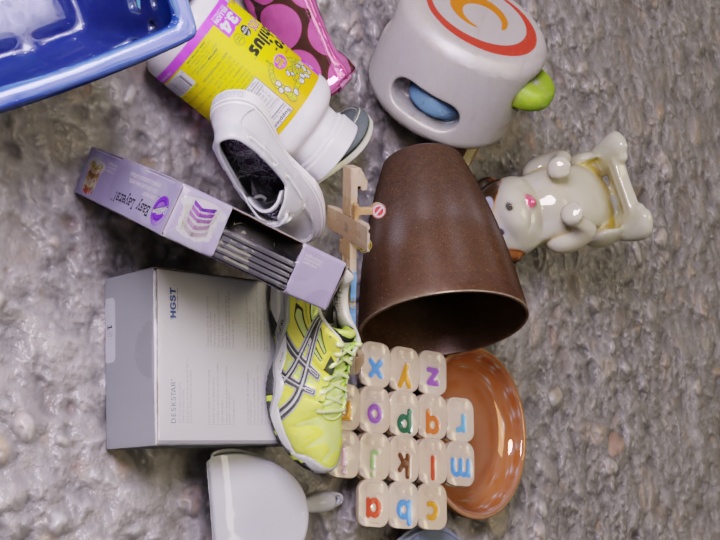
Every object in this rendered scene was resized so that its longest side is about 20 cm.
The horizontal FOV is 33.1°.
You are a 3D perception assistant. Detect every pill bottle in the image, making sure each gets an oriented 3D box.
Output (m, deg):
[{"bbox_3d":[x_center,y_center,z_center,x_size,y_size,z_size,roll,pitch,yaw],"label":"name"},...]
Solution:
[{"bbox_3d":[-0.100,-0.174,1.172,0.200,0.104,0.105,38,55,-17],"label":"pill bottle"}]

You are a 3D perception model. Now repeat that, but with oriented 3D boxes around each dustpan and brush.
[{"bbox_3d":[-0.079,0.239,1.195,0.199,0.057,0.141,-1,85,-41],"label":"dustpan and brush"}]

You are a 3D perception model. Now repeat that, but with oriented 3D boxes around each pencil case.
[{"bbox_3d":[-0.072,-0.271,1.265,0.091,0.093,0.201,-45,116,-46],"label":"pencil case"}]

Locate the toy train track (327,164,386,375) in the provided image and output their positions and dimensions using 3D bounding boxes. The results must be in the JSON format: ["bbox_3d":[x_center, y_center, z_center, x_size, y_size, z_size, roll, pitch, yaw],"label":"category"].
[{"bbox_3d":[0.000,0.000,1.164,0.032,0.115,0.202,-3,104,-20],"label":"toy train track"}]

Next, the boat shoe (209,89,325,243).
[{"bbox_3d":[-0.085,-0.079,1.134,0.201,0.071,0.069,69,19,-50],"label":"boat shoe"}]

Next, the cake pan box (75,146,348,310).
[{"bbox_3d":[-0.132,-0.038,1.067,0.183,0.199,0.053,24,89,-39],"label":"cake pan box"}]

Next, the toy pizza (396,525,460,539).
[{"bbox_3d":[0.070,0.382,1.338,0.199,0.032,0.202,12,74,-47],"label":"toy pizza"}]

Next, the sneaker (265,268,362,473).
[{"bbox_3d":[-0.040,0.088,1.128,0.075,0.076,0.202,-1,84,-49],"label":"sneaker"}]

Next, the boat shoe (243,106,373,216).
[{"bbox_3d":[-0.056,-0.128,1.271,0.200,0.072,0.062,-46,119,-37],"label":"boat shoe"}]

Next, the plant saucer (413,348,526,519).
[{"bbox_3d":[0.126,0.191,1.434,0.199,0.037,0.202,11,75,-47],"label":"plant saucer"}]

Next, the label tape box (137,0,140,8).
[{"bbox_3d":[-0.211,-0.320,1.137,0.144,0.066,0.200,67,27,-14],"label":"label tape box"}]

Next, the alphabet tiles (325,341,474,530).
[{"bbox_3d":[0.044,0.180,1.320,0.199,0.015,0.198,11,72,-34],"label":"alphabet tiles"}]

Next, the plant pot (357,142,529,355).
[{"bbox_3d":[0.080,-0.031,1.341,0.186,0.186,0.202,19,57,-44],"label":"plant pot"}]

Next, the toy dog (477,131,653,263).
[{"bbox_3d":[0.229,-0.082,1.524,0.198,0.194,0.141,-12,89,-26],"label":"toy dog"}]

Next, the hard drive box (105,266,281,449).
[{"bbox_3d":[-0.136,0.087,1.136,0.199,0.076,0.157,9,75,-47],"label":"hard drive box"}]

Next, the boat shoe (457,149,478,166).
[{"bbox_3d":[0.111,-0.173,1.480,0.072,0.072,0.201,28,66,-6],"label":"boat shoe"}]

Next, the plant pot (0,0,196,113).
[{"bbox_3d":[-0.269,-0.232,0.948,0.199,0.180,0.202,-25,101,-20],"label":"plant pot"}]

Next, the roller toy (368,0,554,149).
[{"bbox_3d":[0.106,-0.236,1.387,0.181,0.140,0.201,1,47,-29],"label":"roller toy"}]
